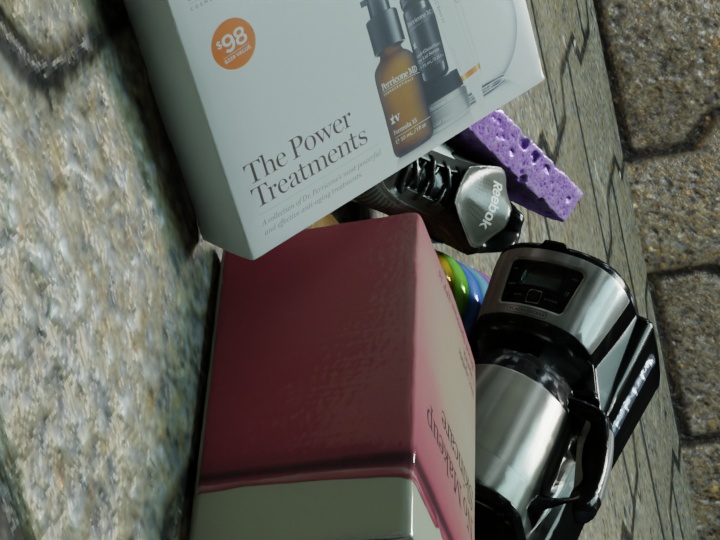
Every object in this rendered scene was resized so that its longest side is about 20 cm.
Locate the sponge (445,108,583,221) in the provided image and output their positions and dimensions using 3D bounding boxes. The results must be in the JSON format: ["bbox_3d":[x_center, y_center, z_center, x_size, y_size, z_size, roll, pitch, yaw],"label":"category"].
[{"bbox_3d":[0.056,-0.104,1.325,0.030,0.111,0.200,-55,137,-5],"label":"sponge"}]

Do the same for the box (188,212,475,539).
[{"bbox_3d":[-0.008,0.091,0.994,0.128,0.108,0.201,68,18,-45],"label":"box"}]

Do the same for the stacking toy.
[{"bbox_3d":[0.036,0.017,1.328,0.200,0.085,0.086,36,46,-62],"label":"stacking toy"}]

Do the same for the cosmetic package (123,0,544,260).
[{"bbox_3d":[-0.010,-0.120,0.997,0.200,0.052,0.151,-33,121,-26],"label":"cosmetic package"}]

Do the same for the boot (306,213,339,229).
[{"bbox_3d":[0.000,0.000,1.168,0.200,0.075,0.074,55,30,-59],"label":"boot"}]

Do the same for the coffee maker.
[{"bbox_3d":[0.095,0.110,1.281,0.200,0.134,0.192,-56,169,-34],"label":"coffee maker"}]

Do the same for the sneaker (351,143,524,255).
[{"bbox_3d":[0.049,-0.055,1.290,0.200,0.090,0.067,31,79,-60],"label":"sneaker"}]
